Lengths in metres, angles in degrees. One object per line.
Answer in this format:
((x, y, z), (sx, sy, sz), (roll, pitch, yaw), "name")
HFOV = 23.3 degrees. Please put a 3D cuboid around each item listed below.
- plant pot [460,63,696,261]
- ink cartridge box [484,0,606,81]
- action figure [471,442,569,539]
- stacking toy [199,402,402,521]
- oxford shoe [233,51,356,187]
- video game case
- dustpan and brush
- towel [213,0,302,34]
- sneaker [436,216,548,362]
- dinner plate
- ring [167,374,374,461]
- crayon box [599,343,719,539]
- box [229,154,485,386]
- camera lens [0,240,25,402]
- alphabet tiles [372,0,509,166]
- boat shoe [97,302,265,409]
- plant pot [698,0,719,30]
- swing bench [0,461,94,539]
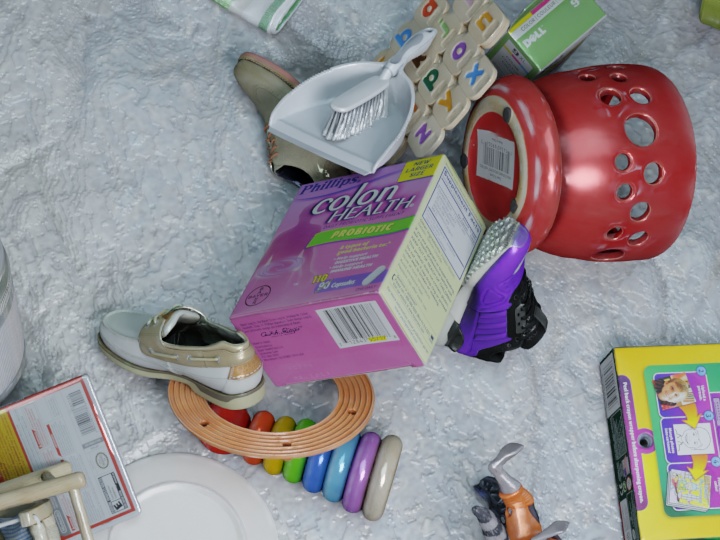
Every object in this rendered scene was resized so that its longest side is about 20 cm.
((0.211, -0.104, 1.756), (0.181, 0.200, 0.201), (-6, 69, -23), "plant pot")
((0.190, -0.241, 1.819), (0.104, 0.200, 0.059), (-40, 87, -20), "ink cartridge box")
((0.140, 0.258, 1.642), (0.104, 0.194, 0.200), (-24, 43, -22), "action figure")
((-0.064, 0.176, 1.691), (0.199, 0.085, 0.086), (16, 67, 3), "stacking toy")
((-0.074, -0.142, 1.815), (0.074, 0.071, 0.200), (-38, 78, -17), "oxford shoe")
((-0.322, 0.199, 1.631), (0.199, 0.017, 0.144), (-22, 96, -8), "video game case")
((0.016, -0.185, 1.769), (0.139, 0.057, 0.200), (26, 44, 28), "dustpan and brush")
((-0.137, -0.364, 1.913), (0.199, 0.031, 0.149), (34, 67, 5), "towel")
((0.146, 0.026, 1.716), (0.099, 0.200, 0.070), (27, 54, 0), "sneaker")
((-0.175, 0.269, 1.664), (0.199, 0.024, 0.201), (3, 69, -8), "dinner plate")
((-0.086, 0.123, 1.682), (0.199, 0.019, 0.201), (3, 31, -2), "ring")
((0.343, 0.176, 1.758), (0.171, 0.058, 0.201), (-1, 69, -10), "crayon box")
((0.000, 0.000, 1.676), (0.097, 0.175, 0.200), (58, 40, -29), "box")
((-0.398, 0.038, 1.616), (0.159, 0.200, 0.161), (1, 53, -2), "camera lens")
((0.073, -0.203, 1.804), (0.015, 0.200, 0.196), (30, 19, -34), "alphabet tiles")
((-0.173, 0.067, 1.678), (0.199, 0.069, 0.075), (17, 36, 31), "boat shoe")
((0.480, -0.308, 1.910), (0.192, 0.201, 0.201), (20, 67, 13), "plant pot")
((-0.320, 0.296, 1.545), (0.199, 0.130, 0.200), (-17, 93, -16), "swing bench")
